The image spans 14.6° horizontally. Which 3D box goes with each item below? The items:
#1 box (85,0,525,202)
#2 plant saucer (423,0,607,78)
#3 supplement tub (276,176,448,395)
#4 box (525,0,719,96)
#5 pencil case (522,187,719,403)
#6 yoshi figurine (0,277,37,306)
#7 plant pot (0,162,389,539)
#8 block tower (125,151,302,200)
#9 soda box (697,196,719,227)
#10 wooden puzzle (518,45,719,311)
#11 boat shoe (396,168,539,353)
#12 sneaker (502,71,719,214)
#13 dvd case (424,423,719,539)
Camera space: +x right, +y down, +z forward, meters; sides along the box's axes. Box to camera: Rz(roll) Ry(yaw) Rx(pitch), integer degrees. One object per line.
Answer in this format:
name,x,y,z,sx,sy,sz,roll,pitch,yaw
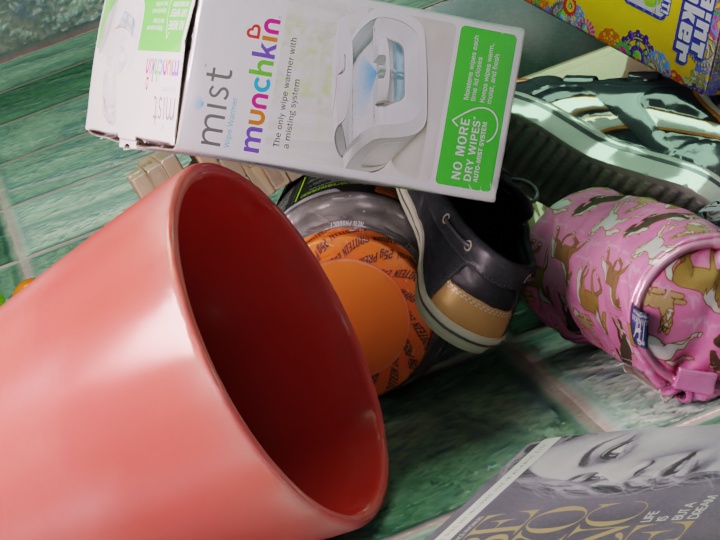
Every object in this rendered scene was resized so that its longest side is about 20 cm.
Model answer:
box,-0.035,-0.097,1.483,0.176,0.097,0.200,9,2,-18
plant saucer,0.080,-0.087,1.801,0.200,0.201,0.039,-18,44,6
supplement tub,0.000,0.000,1.643,0.122,0.123,0.200,-17,14,10
box,0.219,-0.197,1.637,0.199,0.122,0.192,-8,28,-37
pencil case,0.148,0.010,1.482,0.086,0.083,0.200,-31,16,-7
yoshi figurine,-0.237,0.076,1.738,0.112,0.113,0.200,-31,11,21
plant pot,-0.109,0.072,1.412,0.177,0.201,0.200,-26,11,19
block tower,-0.041,-0.087,1.670,0.200,0.058,0.054,-31,12,-6
soda box,0.270,-0.042,1.540,0.063,0.069,0.200,-3,22,45
wooden puzzle,0.170,-0.077,1.674,0.199,0.046,0.186,-17,49,2
boat shoe,0.062,-0.033,1.548,0.062,0.074,0.200,-55,19,27
sneaker,0.151,-0.072,1.602,0.200,0.079,0.079,24,59,35
dvd case,0.126,0.106,1.282,0.199,0.016,0.149,-9,17,37
